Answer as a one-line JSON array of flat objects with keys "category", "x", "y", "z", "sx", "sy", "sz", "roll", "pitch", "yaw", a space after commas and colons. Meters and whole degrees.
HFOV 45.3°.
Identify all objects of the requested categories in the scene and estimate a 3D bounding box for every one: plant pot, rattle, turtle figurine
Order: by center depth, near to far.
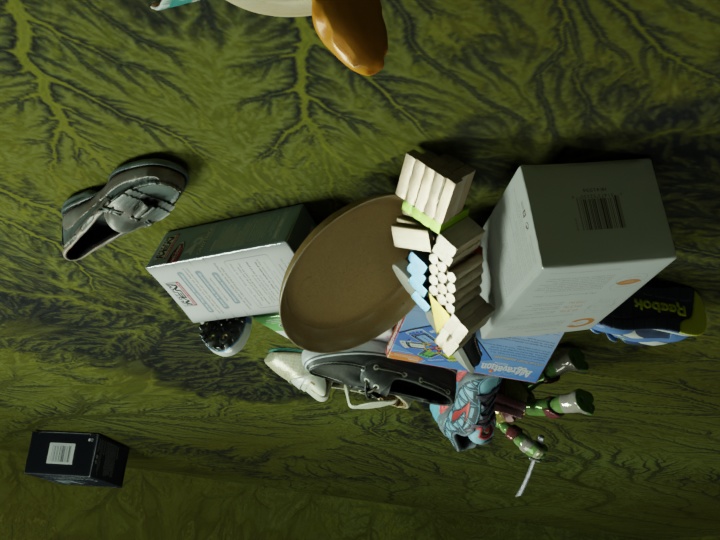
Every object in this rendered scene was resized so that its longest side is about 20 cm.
[{"category": "rattle", "x": -0.076, "y": -0.154, "z": 0.517, "sx": 0.198, "sy": 0.145, "sz": 0.130, "roll": -9, "pitch": 173, "yaw": 18}, {"category": "plant pot", "x": 0.000, "y": 0.000, "z": 0.880, "sx": 0.199, "sy": 0.028, "sz": 0.201, "roll": -24, "pitch": 140, "yaw": -22}, {"category": "turtle figurine", "x": 0.266, "y": 0.203, "z": 1.297, "sx": 0.193, "sy": 0.144, "sz": 0.200, "roll": -28, "pitch": 108, "yaw": 37}]

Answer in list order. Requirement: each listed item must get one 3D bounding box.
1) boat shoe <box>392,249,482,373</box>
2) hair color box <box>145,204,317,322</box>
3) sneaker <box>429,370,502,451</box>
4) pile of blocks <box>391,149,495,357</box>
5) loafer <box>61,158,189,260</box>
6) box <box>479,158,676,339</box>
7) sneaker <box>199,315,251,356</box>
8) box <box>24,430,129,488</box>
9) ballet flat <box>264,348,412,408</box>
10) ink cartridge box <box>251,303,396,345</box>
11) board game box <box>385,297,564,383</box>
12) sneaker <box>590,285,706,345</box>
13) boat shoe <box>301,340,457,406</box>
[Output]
[{"category": "boat shoe", "x": 0.098, "y": 0.038, "z": 0.923, "sx": 0.060, "sy": 0.074, "sz": 0.200, "roll": -39, "pitch": 132, "yaw": -4}, {"category": "hair color box", "x": -0.128, "y": -0.004, "z": 0.956, "sx": 0.198, "sy": 0.061, "sz": 0.099, "roll": -9, "pitch": 132, "yaw": 31}, {"category": "sneaker", "x": 0.161, "y": 0.179, "z": 1.147, "sx": 0.079, "sy": 0.096, "sz": 0.201, "roll": -12, "pitch": 152, "yaw": -20}, {"category": "pile of blocks", "x": 0.082, "y": -0.022, "z": 0.815, "sx": 0.082, "sy": 0.202, "sz": 0.062, "roll": 14, "pitch": -149, "yaw": 41}, {"category": "loafer", "x": -0.245, "y": -0.056, "z": 0.887, "sx": 0.199, "sy": 0.064, "sz": 0.072, "roll": -16, "pitch": 150, "yaw": 42}, {"category": "box", "x": 0.189, "y": -0.014, "z": 0.816, "sx": 0.123, "sy": 0.098, "sz": 0.200, "roll": -4, "pitch": 159, "yaw": -9}, {"category": "sneaker", "x": -0.160, "y": 0.067, "z": 1.065, "sx": 0.073, "sy": 0.072, "sz": 0.200, "roll": 55, "pitch": 176, "yaw": -18}, {"category": "box", "x": -0.768, "y": 0.517, "z": 2.349, "sx": 0.194, "sy": 0.119, "sz": 0.200, "roll": 0, "pitch": 159, "yaw": 12}, {"category": "ballet flat", "x": -0.026, "y": 0.140, "z": 1.094, "sx": 0.198, "sy": 0.063, "sz": 0.068, "roll": 6, "pitch": 156, "yaw": -2}, {"category": "ink cartridge box", "x": -0.015, "y": 0.048, "z": 1.061, "sx": 0.144, "sy": 0.085, "sz": 0.200, "roll": -7, "pitch": 155, "yaw": 29}, {"category": "board game box", "x": 0.138, "y": 0.075, "z": 1.012, "sx": 0.198, "sy": 0.020, "sz": 0.104, "roll": 11, "pitch": 122, "yaw": -17}, {"category": "sneaker", "x": 0.304, "y": 0.049, "z": 1.008, "sx": 0.198, "sy": 0.075, "sz": 0.082, "roll": 14, "pitch": 159, "yaw": -19}, {"category": "boat shoe", "x": 0.027, "y": 0.126, "z": 1.041, "sx": 0.198, "sy": 0.057, "sz": 0.069, "roll": 7, "pitch": 147, "yaw": -14}]
